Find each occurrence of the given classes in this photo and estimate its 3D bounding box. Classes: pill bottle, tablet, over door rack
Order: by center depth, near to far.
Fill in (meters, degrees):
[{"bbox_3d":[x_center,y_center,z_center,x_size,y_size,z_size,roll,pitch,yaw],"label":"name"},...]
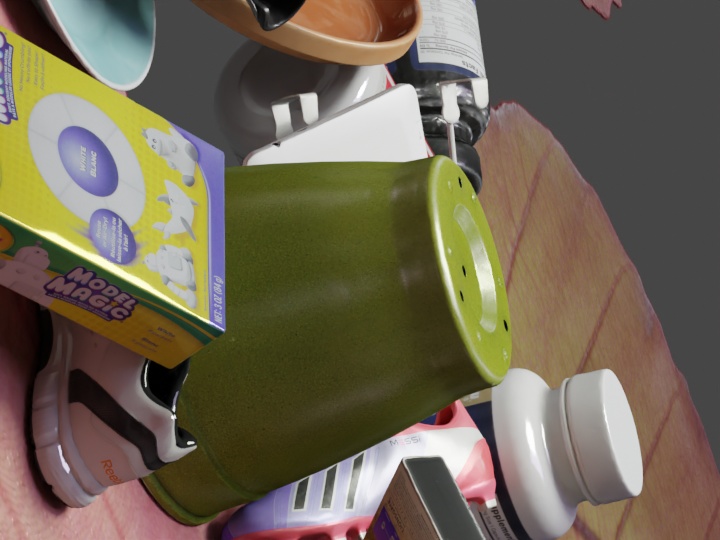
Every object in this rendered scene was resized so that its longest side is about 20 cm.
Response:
[{"bbox_3d":[0.000,0.000,1.734,0.130,0.014,0.201,-26,117,-30],"label":"tablet"},{"bbox_3d":[0.003,-0.021,1.781,0.147,0.067,0.201,-10,108,-37],"label":"over door rack"},{"bbox_3d":[0.071,0.124,1.811,0.111,0.199,0.112,-15,90,-75],"label":"pill bottle"},{"bbox_3d":[-0.009,-0.063,1.867,0.200,0.112,0.113,59,23,-45],"label":"pill bottle"},{"bbox_3d":[0.035,-0.146,2.090,0.112,0.111,0.201,47,33,-59],"label":"pill bottle"}]

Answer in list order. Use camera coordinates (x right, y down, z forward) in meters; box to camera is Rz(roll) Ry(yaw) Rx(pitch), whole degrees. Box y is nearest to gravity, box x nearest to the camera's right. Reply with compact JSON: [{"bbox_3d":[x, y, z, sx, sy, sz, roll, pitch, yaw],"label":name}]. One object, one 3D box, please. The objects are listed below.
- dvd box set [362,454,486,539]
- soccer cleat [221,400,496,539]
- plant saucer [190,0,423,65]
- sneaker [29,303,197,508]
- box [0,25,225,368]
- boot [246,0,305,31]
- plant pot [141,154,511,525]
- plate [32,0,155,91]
[{"bbox_3d":[0.028,0.223,1.594,0.147,0.029,0.200,62,-38,39],"label":"dvd box set"},{"bbox_3d":[-0.005,0.125,1.687,0.199,0.067,0.077,-10,75,-37],"label":"soccer cleat"},{"bbox_3d":[-0.055,-0.188,1.772,0.200,0.032,0.201,25,28,-14],"label":"plant saucer"},{"bbox_3d":[-0.122,0.023,1.465,0.074,0.080,0.201,48,30,-55],"label":"sneaker"},{"bbox_3d":[-0.151,-0.046,1.372,0.200,0.048,0.118,27,44,-34],"label":"box"},{"bbox_3d":[-0.094,-0.226,1.607,0.132,0.070,0.200,49,2,34],"label":"boot"},{"bbox_3d":[-0.025,0.021,1.589,0.200,0.192,0.201,-15,90,-74],"label":"plant pot"},{"bbox_3d":[-0.165,-0.195,1.605,0.200,0.025,0.201,-14,90,-73],"label":"plate"}]
